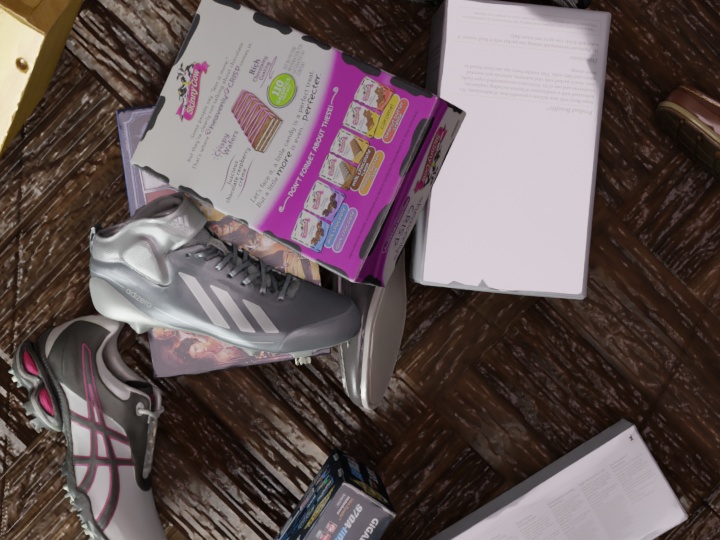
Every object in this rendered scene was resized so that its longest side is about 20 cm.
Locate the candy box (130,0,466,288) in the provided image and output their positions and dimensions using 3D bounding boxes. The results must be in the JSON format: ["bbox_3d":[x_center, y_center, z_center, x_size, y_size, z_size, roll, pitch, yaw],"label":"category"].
[{"bbox_3d":[-0.045,-0.091,1.174,0.199,0.061,0.137,28,96,23],"label":"candy box"}]

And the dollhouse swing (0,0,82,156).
[{"bbox_3d":[-0.286,-0.229,1.219,0.199,0.176,0.182,30,131,-3],"label":"dollhouse swing"}]

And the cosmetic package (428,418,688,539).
[{"bbox_3d":[0.136,0.199,1.269,0.199,0.051,0.083,-31,94,-1],"label":"cosmetic package"}]

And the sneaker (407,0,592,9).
[{"bbox_3d":[0.075,-0.223,1.232,0.199,0.078,0.086,21,86,18],"label":"sneaker"}]

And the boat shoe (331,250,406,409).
[{"bbox_3d":[0.000,0.000,1.259,0.056,0.067,0.202,5,87,23],"label":"boat shoe"}]

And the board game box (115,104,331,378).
[{"bbox_3d":[-0.101,-0.028,1.263,0.134,0.035,0.202,-9,92,-1],"label":"board game box"}]

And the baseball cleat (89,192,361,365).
[{"bbox_3d":[-0.096,0.003,1.195,0.198,0.070,0.107,5,119,4],"label":"baseball cleat"}]

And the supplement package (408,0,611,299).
[{"bbox_3d":[0.104,-0.085,1.226,0.120,0.120,0.202,6,91,-3],"label":"supplement package"}]

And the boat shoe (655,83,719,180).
[{"bbox_3d":[0.311,-0.086,1.262,0.199,0.072,0.068,30,85,-9],"label":"boat shoe"}]

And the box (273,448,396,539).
[{"bbox_3d":[-0.052,0.230,1.210,0.046,0.159,0.201,33,89,-4],"label":"box"}]

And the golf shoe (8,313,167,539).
[{"bbox_3d":[-0.178,0.129,1.240,0.088,0.077,0.201,-26,92,5],"label":"golf shoe"}]
